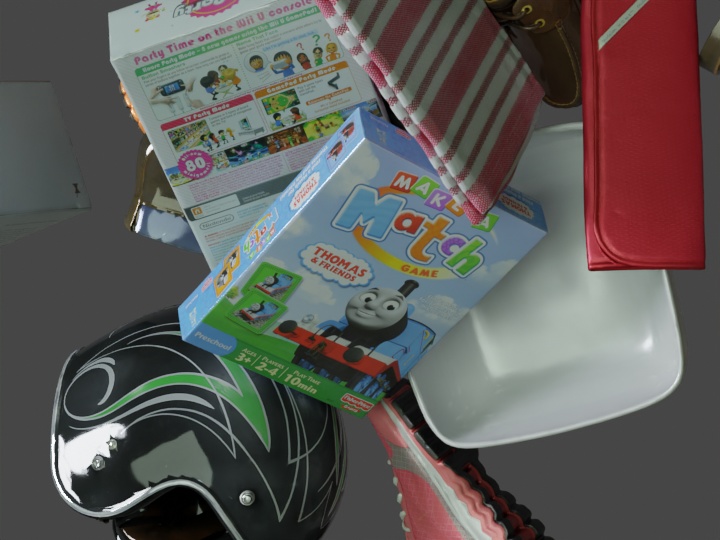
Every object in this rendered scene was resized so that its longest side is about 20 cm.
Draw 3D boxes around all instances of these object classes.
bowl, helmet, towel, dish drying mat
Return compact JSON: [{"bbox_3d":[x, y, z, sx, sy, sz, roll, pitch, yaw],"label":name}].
[{"bbox_3d":[0.121,0.008,1.476,0.199,0.075,0.200,-16,89,24],"label":"bowl"},{"bbox_3d":[-0.104,0.121,1.524,0.190,0.200,0.200,-6,93,12],"label":"helmet"},{"bbox_3d":[0.038,-0.141,1.350,0.030,0.146,0.200,-25,112,33],"label":"towel"},{"bbox_3d":[0.181,-0.099,1.401,0.077,0.018,0.200,-1,80,3],"label":"dish drying mat"}]

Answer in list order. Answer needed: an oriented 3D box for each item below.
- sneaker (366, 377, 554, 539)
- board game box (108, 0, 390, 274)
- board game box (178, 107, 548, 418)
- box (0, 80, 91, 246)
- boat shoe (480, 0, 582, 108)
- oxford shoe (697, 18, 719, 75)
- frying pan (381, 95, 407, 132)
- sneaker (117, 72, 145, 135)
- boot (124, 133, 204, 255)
[{"bbox_3d":[0.052,0.165,1.521,0.087,0.074,0.200,-42,78,23],"label":"sneaker"},{"bbox_3d":[-0.057,-0.094,1.397,0.147,0.064,0.200,-18,127,6],"label":"board game box"},{"bbox_3d":[0.000,0.000,1.411,0.200,0.151,0.037,-47,33,29],"label":"board game box"},{"bbox_3d":[-0.332,-0.060,1.627,0.200,0.152,0.106,-20,86,23],"label":"box"},{"bbox_3d":[0.102,-0.187,1.429,0.072,0.068,0.200,4,130,40],"label":"boat shoe"},{"bbox_3d":[0.295,-0.199,1.387,0.071,0.071,0.200,34,118,12],"label":"oxford shoe"},{"bbox_3d":[0.005,-0.156,1.533,0.190,0.031,0.115,16,92,32],"label":"frying pan"},{"bbox_3d":[-0.101,-0.084,1.568,0.078,0.075,0.200,-31,84,20],"label":"sneaker"},{"bbox_3d":[-0.067,-0.047,1.521,0.200,0.075,0.097,20,102,-15],"label":"boot"}]
